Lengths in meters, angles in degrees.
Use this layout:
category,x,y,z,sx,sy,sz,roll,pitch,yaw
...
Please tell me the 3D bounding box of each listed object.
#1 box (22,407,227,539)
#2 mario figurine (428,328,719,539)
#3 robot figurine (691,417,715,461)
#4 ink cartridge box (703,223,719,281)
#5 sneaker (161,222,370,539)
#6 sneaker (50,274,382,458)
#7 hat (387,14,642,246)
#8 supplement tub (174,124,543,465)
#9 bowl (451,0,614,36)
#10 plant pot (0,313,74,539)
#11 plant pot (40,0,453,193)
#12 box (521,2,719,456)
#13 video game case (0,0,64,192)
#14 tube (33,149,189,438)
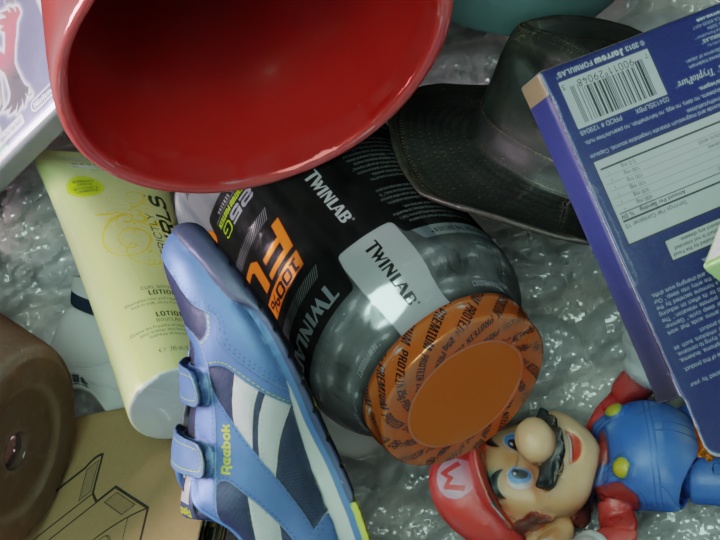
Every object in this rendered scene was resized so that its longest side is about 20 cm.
category,x,y,z,sx,sy,sz,roll,pitch,yaw
box,-0.147,0.150,1.335,0.200,0.021,0.164,-13,54,39
mario figurine,0.132,0.092,1.311,0.199,0.124,0.106,-11,109,4
robot figurine,0.258,0.037,1.289,0.199,0.058,0.145,-5,58,-9
ink cartridge box,0.268,0.006,1.208,0.200,0.067,0.117,38,55,-16
sneaker,-0.060,0.075,1.238,0.082,0.074,0.201,-22,96,0
sneaker,-0.077,0.067,1.387,0.200,0.076,0.081,21,94,21
hat,0.117,-0.081,1.303,0.200,0.201,0.081,21,120,14
supplement tub,0.000,0.000,1.317,0.123,0.123,0.200,-44,51,3
bowl,0.080,-0.199,1.346,0.200,0.105,0.201,8,50,-9
plant pot,-0.250,0.071,1.336,0.174,0.200,0.201,15,85,24
plant pot,-0.075,-0.168,1.259,0.200,0.201,0.178,-28,52,6
box,0.171,-0.020,1.235,0.121,0.032,0.201,-21,84,-20
video game case,-0.219,-0.131,1.399,0.200,0.023,0.183,-40,63,37
tube,-0.119,0.001,1.347,0.052,0.058,0.200,-33,44,11
